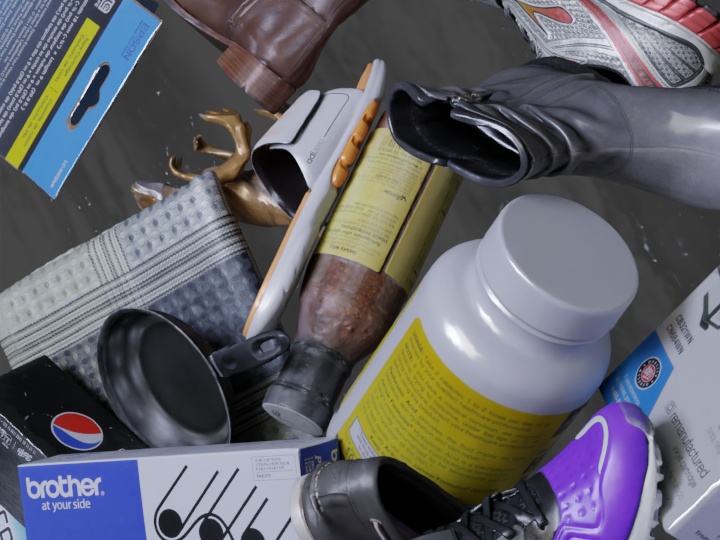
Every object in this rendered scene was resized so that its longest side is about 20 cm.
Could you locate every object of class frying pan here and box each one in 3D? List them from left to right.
[{"bbox_3d":[-0.103,0.050,1.226,0.115,0.031,0.190,46,138,13],"label":"frying pan"}]

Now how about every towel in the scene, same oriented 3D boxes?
[{"bbox_3d":[-0.134,0.062,1.316,0.200,0.035,0.193,-27,81,25],"label":"towel"}]

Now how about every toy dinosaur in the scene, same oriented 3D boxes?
[{"bbox_3d":[-0.061,-0.050,1.310,0.200,0.060,0.106,16,113,40],"label":"toy dinosaur"}]

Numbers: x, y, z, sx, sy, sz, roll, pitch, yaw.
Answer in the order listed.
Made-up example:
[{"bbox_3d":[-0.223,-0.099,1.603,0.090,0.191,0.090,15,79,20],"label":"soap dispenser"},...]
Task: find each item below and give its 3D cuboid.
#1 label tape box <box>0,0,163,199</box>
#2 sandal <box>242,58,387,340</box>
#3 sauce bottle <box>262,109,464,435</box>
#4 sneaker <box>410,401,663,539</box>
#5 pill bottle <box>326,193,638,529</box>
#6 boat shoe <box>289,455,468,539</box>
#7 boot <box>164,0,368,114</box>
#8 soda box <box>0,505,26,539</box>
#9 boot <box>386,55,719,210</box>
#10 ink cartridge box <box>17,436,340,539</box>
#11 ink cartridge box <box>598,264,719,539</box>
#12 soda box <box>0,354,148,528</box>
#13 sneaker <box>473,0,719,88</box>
[{"bbox_3d":[-0.214,-0.148,1.421,0.200,0.063,0.144,38,100,35],"label":"label tape box"},{"bbox_3d":[-0.041,-0.054,1.229,0.059,0.079,0.207,25,62,-1],"label":"sandal"},{"bbox_3d":[0.000,0.000,1.209,0.066,0.066,0.200,14,68,36],"label":"sauce bottle"},{"bbox_3d":[0.070,0.146,1.011,0.200,0.099,0.070,-63,17,18],"label":"sneaker"},{"bbox_3d":[0.067,0.053,1.108,0.111,0.111,0.200,61,140,29],"label":"pill bottle"},{"bbox_3d":[0.048,0.156,1.084,0.057,0.200,0.067,-26,45,35],"label":"boat shoe"},{"bbox_3d":[-0.030,-0.218,1.321,0.200,0.064,0.186,-48,49,8],"label":"boot"},{"bbox_3d":[-0.212,0.198,1.333,0.068,0.064,0.200,-34,63,25],"label":"soda box"},{"bbox_3d":[0.120,-0.063,1.076,0.200,0.132,0.070,13,109,39],"label":"boot"},{"bbox_3d":[-0.101,0.149,1.164,0.200,0.044,0.094,-6,91,31],"label":"ink cartridge box"},{"bbox_3d":[0.230,0.044,1.024,0.200,0.084,0.146,-48,23,15],"label":"ink cartridge box"},{"bbox_3d":[-0.160,0.144,1.270,0.200,0.071,0.063,40,126,19],"label":"soda box"},{"bbox_3d":[0.118,-0.143,1.188,0.200,0.078,0.082,28,96,36],"label":"sneaker"}]
